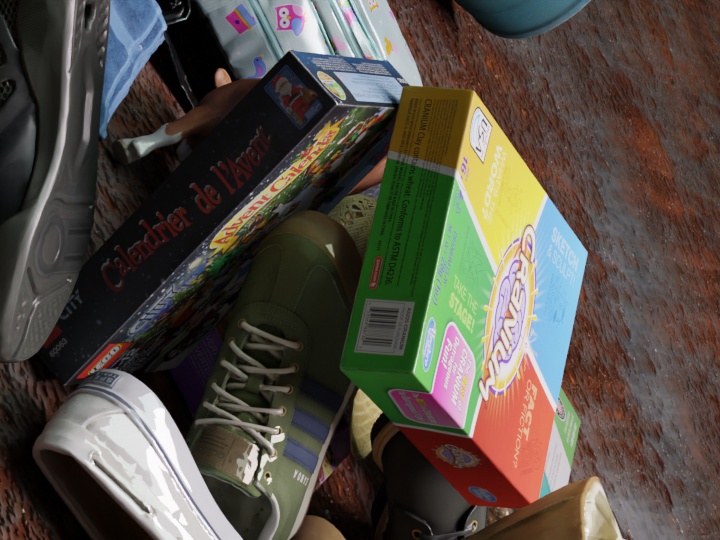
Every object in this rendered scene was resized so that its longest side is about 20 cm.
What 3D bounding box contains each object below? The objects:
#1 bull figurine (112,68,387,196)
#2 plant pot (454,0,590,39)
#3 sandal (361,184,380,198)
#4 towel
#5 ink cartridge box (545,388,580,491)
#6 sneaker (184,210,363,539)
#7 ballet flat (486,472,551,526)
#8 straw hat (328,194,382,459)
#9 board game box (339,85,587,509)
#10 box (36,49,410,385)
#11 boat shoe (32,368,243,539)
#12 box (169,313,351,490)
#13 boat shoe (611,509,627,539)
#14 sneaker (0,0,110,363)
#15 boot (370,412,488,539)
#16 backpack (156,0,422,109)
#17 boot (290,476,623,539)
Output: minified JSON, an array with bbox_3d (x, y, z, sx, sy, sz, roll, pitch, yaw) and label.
[{"bbox_3d":[-0.058,-0.069,1.626,0.121,0.200,0.065,-31,110,-34],"label":"bull figurine"},{"bbox_3d":[0.089,-0.309,2.251,0.188,0.200,0.201,27,38,-36],"label":"plant pot"},{"bbox_3d":[0.034,-0.044,1.941,0.200,0.076,0.043,54,-5,-28],"label":"sandal"},{"bbox_3d":[-0.161,-0.138,1.581,0.112,0.048,0.200,58,21,-15],"label":"towel"},{"bbox_3d":[0.052,0.061,1.827,0.201,0.084,0.146,59,20,-14],"label":"ink cartridge box"},{"bbox_3d":[-0.049,0.076,1.451,0.090,0.067,0.201,-46,154,-57],"label":"sneaker"},{"bbox_3d":[0.070,0.087,1.722,0.070,0.065,0.201,-29,118,-52],"label":"ballet flat"},{"bbox_3d":[0.000,0.000,1.634,0.085,0.202,0.201,23,16,11],"label":"straw hat"},{"bbox_3d":[0.057,0.018,1.492,0.200,0.040,0.154,48,50,-59],"label":"board game box"},{"bbox_3d":[-0.065,-0.026,1.459,0.038,0.200,0.136,48,17,12],"label":"box"},{"bbox_3d":[-0.092,0.146,1.399,0.070,0.071,0.201,-46,116,-41],"label":"boat shoe"},{"bbox_3d":[-0.050,0.049,1.648,0.137,0.039,0.200,63,19,-5],"label":"box"},{"bbox_3d":[0.132,0.173,1.821,0.200,0.073,0.065,145,-47,-80],"label":"boat shoe"},{"bbox_3d":[-0.186,-0.057,1.398,0.076,0.114,0.201,9,85,-72],"label":"sneaker"},{"bbox_3d":[0.052,0.162,1.624,0.200,0.077,0.139,88,-6,-61],"label":"boot"},{"bbox_3d":[-0.042,-0.144,1.781,0.201,0.126,0.167,62,16,-15],"label":"backpack"},{"bbox_3d":[0.043,0.158,1.506,0.066,0.199,0.176,48,24,-31],"label":"boot"}]
